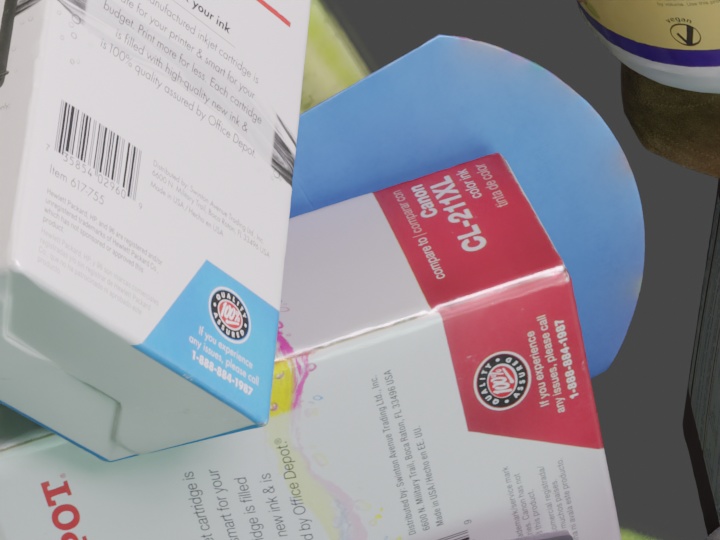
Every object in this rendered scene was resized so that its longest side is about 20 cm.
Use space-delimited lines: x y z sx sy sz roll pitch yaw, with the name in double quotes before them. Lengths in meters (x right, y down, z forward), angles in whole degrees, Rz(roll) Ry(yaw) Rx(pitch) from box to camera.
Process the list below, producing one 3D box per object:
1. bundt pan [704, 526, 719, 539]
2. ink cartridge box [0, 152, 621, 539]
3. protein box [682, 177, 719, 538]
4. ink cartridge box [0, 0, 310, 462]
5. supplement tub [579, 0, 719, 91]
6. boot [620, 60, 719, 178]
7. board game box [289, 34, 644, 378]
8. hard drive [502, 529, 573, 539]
"bundt pan" 0.184 0.145 0.963 0.202 0.076 0.202 0 115 0
"ink cartridge box" -0.024 0.064 0.969 0.200 0.083 0.146 -17 126 -5
"protein box" 0.235 0.053 1.073 0.198 0.200 0.135 4 115 -2
"ink cartridge box" -0.078 -0.058 0.875 0.116 0.068 0.200 36 49 -44
"supplement tub" 0.109 -0.172 0.933 0.145 0.145 0.200 -42 131 -12
"boot" 0.195 -0.066 1.073 0.200 0.074 0.076 11 124 3
"board game box" 0.000 0.000 1.012 0.200 0.039 0.158 -30 125 4
"hard drive" -0.009 0.170 0.916 0.200 0.135 0.042 -17 149 -3
